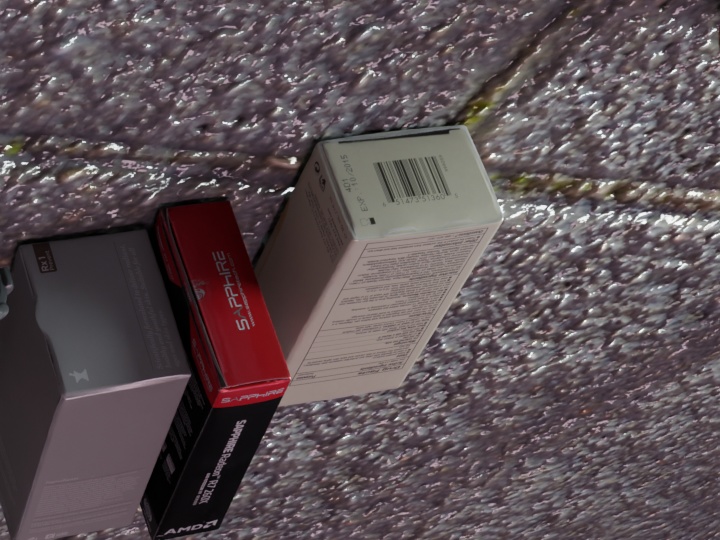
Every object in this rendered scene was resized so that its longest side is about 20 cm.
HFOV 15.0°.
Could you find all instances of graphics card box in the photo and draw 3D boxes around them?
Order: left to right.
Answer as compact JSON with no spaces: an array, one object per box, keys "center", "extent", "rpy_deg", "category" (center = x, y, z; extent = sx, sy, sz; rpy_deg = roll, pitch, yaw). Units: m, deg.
[{"center":[-0.102,0.063,1.641],"extent":[0.051,0.126,0.200],"rpy_deg":[-9,151,-23],"category":"graphics card box"}]

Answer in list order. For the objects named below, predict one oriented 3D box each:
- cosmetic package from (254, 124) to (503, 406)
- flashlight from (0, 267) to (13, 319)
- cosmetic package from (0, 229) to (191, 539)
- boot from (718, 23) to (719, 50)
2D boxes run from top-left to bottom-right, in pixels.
[{"center":[0.000,0.000,1.652],"extent":[0.105,0.071,0.200],"rpy_deg":[-7,151,-26],"category":"cosmetic package"},{"center":[-0.286,0.047,1.547],"extent":[0.200,0.068,0.068],"rpy_deg":[-35,153,26],"category":"flashlight"},{"center":[-0.170,0.072,1.634],"extent":[0.090,0.107,0.200],"rpy_deg":[-7,153,-24],"category":"cosmetic package"},{"center":[0.303,-0.149,1.585],"extent":[0.199,0.075,0.107],"rpy_deg":[-22,159,0],"category":"boot"}]
